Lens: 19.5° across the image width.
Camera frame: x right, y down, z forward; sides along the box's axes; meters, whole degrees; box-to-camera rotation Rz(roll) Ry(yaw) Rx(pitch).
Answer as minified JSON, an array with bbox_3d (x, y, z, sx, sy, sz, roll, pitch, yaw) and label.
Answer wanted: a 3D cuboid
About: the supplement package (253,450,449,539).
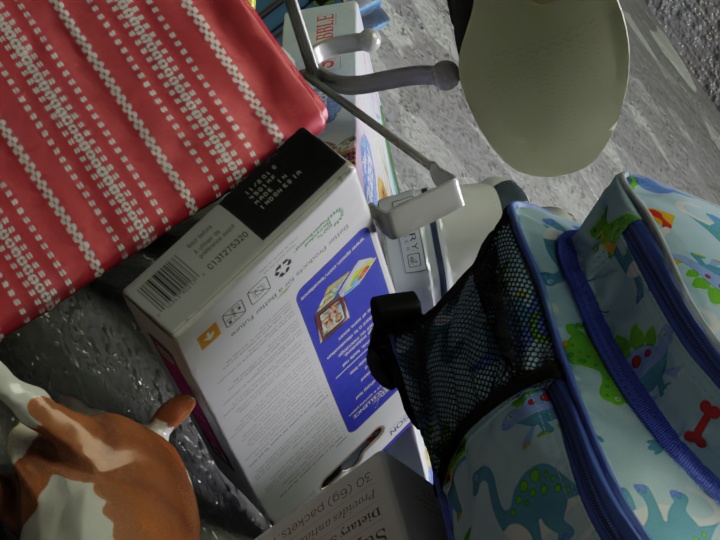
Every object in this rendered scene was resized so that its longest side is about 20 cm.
[{"bbox_3d":[0.019,0.190,0.727,0.120,0.121,0.201,38,23,-39],"label":"supplement package"}]

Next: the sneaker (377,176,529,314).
[{"bbox_3d":[0.053,0.012,0.942,0.200,0.070,0.074,67,14,-75],"label":"sneaker"}]

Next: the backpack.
[{"bbox_3d":[0.116,0.075,0.723,0.182,0.147,0.201,25,34,-28],"label":"backpack"}]

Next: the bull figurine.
[{"bbox_3d":[-0.095,0.093,0.709,0.121,0.065,0.200,32,22,-35],"label":"bull figurine"}]

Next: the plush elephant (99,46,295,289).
[{"bbox_3d":[-0.092,-0.084,0.889,0.155,0.165,0.201,36,50,-15],"label":"plush elephant"}]

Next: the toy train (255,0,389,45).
[{"bbox_3d":[-0.078,-0.176,1.148,0.200,0.114,0.087,54,17,-1],"label":"toy train"}]

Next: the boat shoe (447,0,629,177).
[{"bbox_3d":[0.067,-0.130,0.880,0.063,0.073,0.202,-93,167,-52],"label":"boat shoe"}]

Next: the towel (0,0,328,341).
[{"bbox_3d":[-0.125,-0.063,0.766,0.145,0.200,0.022,55,-22,3],"label":"towel"}]

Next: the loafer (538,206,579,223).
[{"bbox_3d":[0.087,0.022,1.068,0.200,0.069,0.070,114,-33,-65],"label":"loafer"}]

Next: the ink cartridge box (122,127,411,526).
[{"bbox_3d":[-0.027,0.034,0.845,0.037,0.095,0.200,38,-16,29],"label":"ink cartridge box"}]

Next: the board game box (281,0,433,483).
[{"bbox_3d":[0.000,0.000,1.013,0.200,0.041,0.201,-91,169,-60],"label":"board game box"}]

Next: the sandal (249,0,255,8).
[{"bbox_3d":[-0.151,-0.164,1.039,0.200,0.080,0.087,35,-12,-29],"label":"sandal"}]

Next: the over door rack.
[{"bbox_3d":[0.000,-0.121,0.857,0.200,0.066,0.148,-114,-175,-62],"label":"over door rack"}]
